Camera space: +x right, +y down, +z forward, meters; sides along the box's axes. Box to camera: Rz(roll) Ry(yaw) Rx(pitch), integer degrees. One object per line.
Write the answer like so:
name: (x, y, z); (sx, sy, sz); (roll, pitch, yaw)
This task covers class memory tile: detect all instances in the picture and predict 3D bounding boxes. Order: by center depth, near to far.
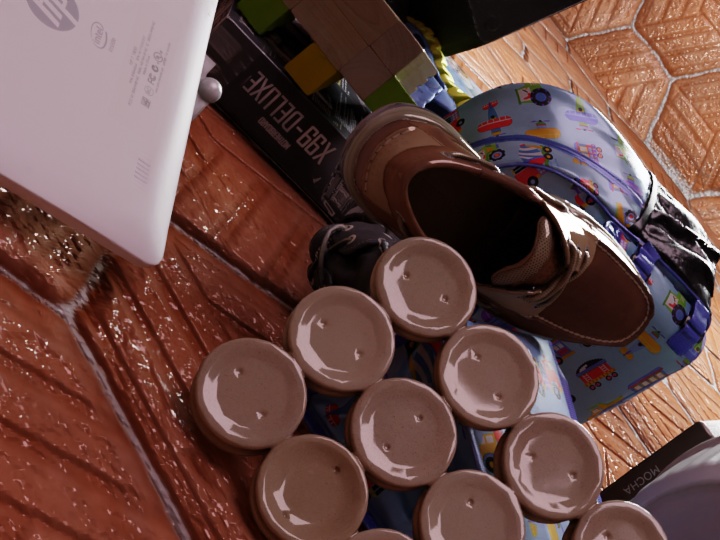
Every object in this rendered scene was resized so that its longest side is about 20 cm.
memory tile: (0.032, 0.092, 0.613); (0.200, 0.153, 0.017); (55, -26, 8)

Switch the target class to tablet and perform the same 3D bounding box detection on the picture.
tablet: (-0.127, -0.107, 0.640); (0.130, 0.014, 0.200); (33, 44, -30)

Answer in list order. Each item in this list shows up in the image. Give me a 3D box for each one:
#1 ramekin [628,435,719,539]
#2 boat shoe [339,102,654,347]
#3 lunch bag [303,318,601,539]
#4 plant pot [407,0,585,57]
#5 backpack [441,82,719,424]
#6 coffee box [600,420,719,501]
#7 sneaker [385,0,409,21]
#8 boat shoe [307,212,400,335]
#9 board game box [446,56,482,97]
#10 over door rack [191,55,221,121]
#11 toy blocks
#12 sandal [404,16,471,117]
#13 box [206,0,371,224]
ramekin: (0.219, 0.189, 0.770); (0.094, 0.202, 0.203); (1, 51, -52)
boat shoe: (0.077, -0.008, 0.701); (0.200, 0.076, 0.072); (28, 11, -28)
lunch bag: (0.076, 0.132, 0.697); (0.150, 0.094, 0.200); (17, 43, -59)
plant pot: (0.107, -0.299, 1.241); (0.177, 0.200, 0.200); (39, -30, 63)
backpack: (0.115, -0.013, 0.918); (0.200, 0.182, 0.135); (47, 33, -20)
coffee box: (0.237, 0.166, 0.976); (0.080, 0.113, 0.200); (57, 19, 19)
sneaker: (-0.026, -0.222, 1.171); (0.104, 0.060, 0.200); (10, 25, 18)
boat shoe: (0.000, 0.000, 0.785); (0.066, 0.070, 0.200); (37, 11, -5)
board game box: (0.111, -0.136, 1.386); (0.199, 0.043, 0.200); (48, 18, -12)
over door rack: (-0.140, -0.134, 0.724); (0.148, 0.067, 0.200); (46, 18, -16)
toy blocks: (-0.014, -0.176, 0.942); (0.200, 0.100, 0.137); (53, 6, 8)
sandal: (0.033, -0.158, 1.193); (0.087, 0.080, 0.200); (-1, 39, -33)
box: (-0.045, -0.133, 0.983); (0.158, 0.050, 0.200); (44, 18, -18)
